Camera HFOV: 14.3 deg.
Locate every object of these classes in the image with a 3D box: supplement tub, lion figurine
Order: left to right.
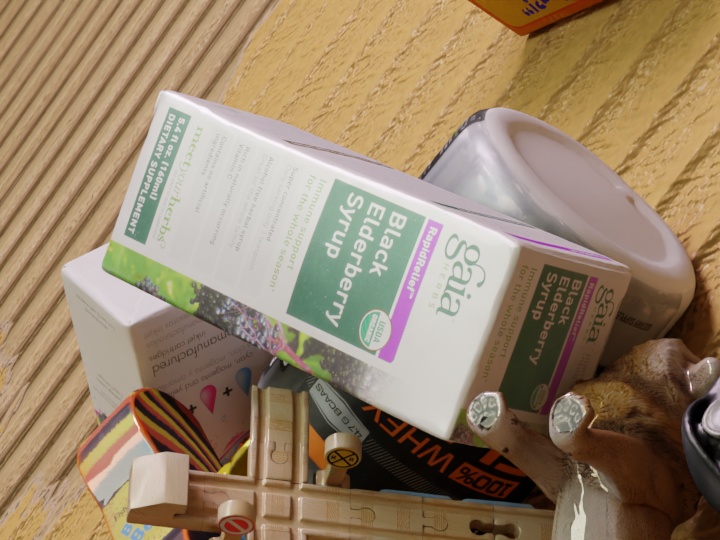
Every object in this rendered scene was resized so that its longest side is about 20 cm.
[{"bbox_3d":[0.037,0.041,1.216,0.200,0.122,0.123,-52,20,19],"label":"supplement tub"},{"bbox_3d":[0.093,0.112,1.036,0.072,0.122,0.201,-7,64,36],"label":"lion figurine"}]

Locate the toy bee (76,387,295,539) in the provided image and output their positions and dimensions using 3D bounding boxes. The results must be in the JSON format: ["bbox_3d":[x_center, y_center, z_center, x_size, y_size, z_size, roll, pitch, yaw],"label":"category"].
[{"bbox_3d":[-0.061,0.112,1.139,0.199,0.109,0.131,27,88,37],"label":"toy bee"}]

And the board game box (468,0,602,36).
[{"bbox_3d":[0.090,-0.271,1.438,0.200,0.199,0.201,-18,43,61],"label":"board game box"}]

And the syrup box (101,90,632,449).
[{"bbox_3d":[0.000,0.000,1.124,0.199,0.081,0.079,25,98,40],"label":"syrup box"}]

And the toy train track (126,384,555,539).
[{"bbox_3d":[0.012,0.089,1.096,0.033,0.199,0.115,109,165,-51],"label":"toy train track"}]

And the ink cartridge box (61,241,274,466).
[{"bbox_3d":[-0.054,0.069,1.308,0.115,0.201,0.068,-27,37,-23],"label":"ink cartridge box"}]

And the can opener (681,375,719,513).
[{"bbox_3d":[0.158,0.095,0.948,0.063,0.079,0.200,-36,32,11],"label":"can opener"}]
